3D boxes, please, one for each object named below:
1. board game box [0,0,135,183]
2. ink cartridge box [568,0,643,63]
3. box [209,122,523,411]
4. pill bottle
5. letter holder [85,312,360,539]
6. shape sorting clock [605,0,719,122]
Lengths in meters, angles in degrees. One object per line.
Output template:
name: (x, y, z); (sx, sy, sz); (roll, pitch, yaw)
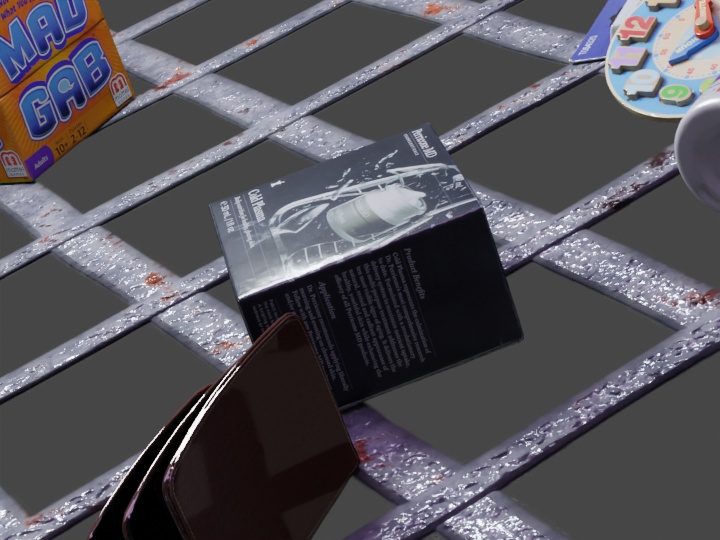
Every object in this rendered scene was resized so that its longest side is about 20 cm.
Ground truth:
board game box: (-0.414, -0.230, 2.194); (0.199, 0.201, 0.200); (-1, 31, 35)
ink cartridge box: (0.319, -0.275, 1.933); (0.199, 0.043, 0.197); (-4, 30, 27)
box: (0.000, 0.000, 1.531); (0.196, 0.125, 0.200); (-19, 25, -3)
pill bottle: (0.338, -0.133, 1.553); (0.111, 0.112, 0.200); (2, 33, 38)
letter holder: (-0.101, 0.133, 1.314); (0.100, 0.143, 0.200); (-5, 30, 29)
shape sorting clock: (0.313, -0.210, 1.763); (0.199, 0.039, 0.201); (-22, 39, 19)
